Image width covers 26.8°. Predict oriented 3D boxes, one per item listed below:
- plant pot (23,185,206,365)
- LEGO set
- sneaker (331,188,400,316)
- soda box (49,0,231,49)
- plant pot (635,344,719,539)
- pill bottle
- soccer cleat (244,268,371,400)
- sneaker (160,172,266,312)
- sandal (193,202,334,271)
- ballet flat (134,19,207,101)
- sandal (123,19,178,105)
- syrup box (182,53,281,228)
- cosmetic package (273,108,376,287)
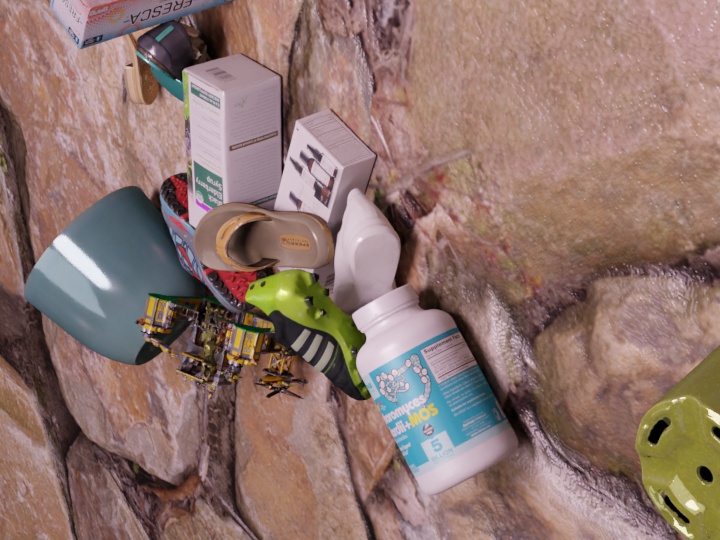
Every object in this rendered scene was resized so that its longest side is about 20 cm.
[{"bbox_3d":[-0.292,0.021,1.891,0.161,0.201,0.201,43,142,10],"label":"plant pot"},{"bbox_3d":[-0.168,0.105,1.777,0.200,0.154,0.116,16,97,23],"label":"LEGO set"},{"bbox_3d":[0.000,0.000,1.597,0.200,0.075,0.089,101,153,-45],"label":"sneaker"},{"bbox_3d":[-0.221,-0.301,1.584,0.064,0.200,0.068,54,145,18],"label":"soda box"},{"bbox_3d":[0.311,0.117,1.119,0.200,0.190,0.200,30,132,40],"label":"plant pot"},{"bbox_3d":[0.068,0.117,1.522,0.200,0.111,0.111,61,146,7],"label":"pill bottle"},{"bbox_3d":[-0.046,0.067,1.557,0.081,0.068,0.200,-7,139,28],"label":"soccer cleat"},{"bbox_3d":[-0.175,-0.023,1.818,0.200,0.079,0.096,58,156,26],"label":"sneaker"},{"bbox_3d":[-0.115,-0.028,1.624,0.200,0.054,0.080,4,116,41],"label":"sandal"},{"bbox_3d":[-0.203,-0.239,1.700,0.073,0.073,0.200,62,180,6],"label":"ballet flat"},{"bbox_3d":[-0.242,-0.287,1.763,0.070,0.078,0.212,9,129,16],"label":"sandal"},{"bbox_3d":[-0.142,-0.131,1.686,0.079,0.081,0.200,34,133,40],"label":"syrup box"},{"bbox_3d":[-0.048,-0.069,1.623,0.083,0.051,0.200,48,142,27],"label":"cosmetic package"}]
